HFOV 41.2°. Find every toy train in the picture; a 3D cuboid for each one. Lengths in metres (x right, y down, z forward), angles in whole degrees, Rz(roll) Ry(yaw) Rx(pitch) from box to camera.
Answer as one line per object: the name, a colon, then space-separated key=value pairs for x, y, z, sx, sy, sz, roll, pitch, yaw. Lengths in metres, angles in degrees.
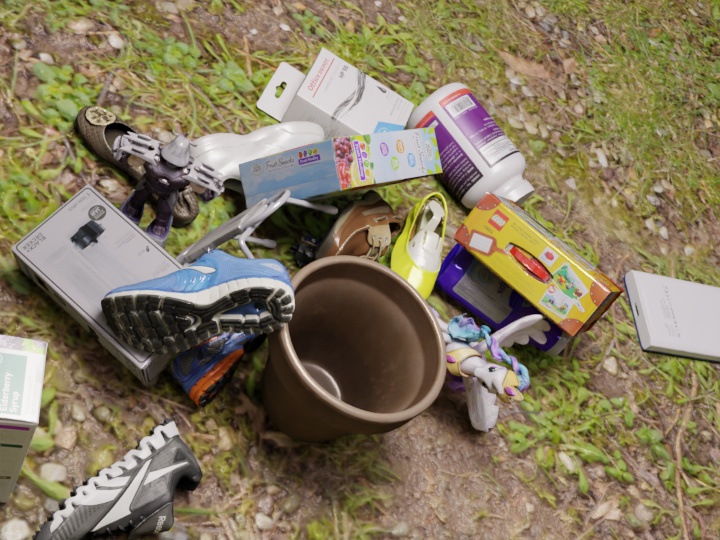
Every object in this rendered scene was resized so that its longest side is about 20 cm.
toy train: x=0.000 y=0.000 z=1.258 sx=0.199 sy=0.034 sz=0.046 roll=23 pitch=48 yaw=-16

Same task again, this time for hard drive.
hard drive: x=0.513 y=0.075 z=1.506 sx=0.199 sy=0.025 sz=0.132 roll=10 pitch=56 yaw=-24

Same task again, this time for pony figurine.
pony figurine: x=0.132 y=0.108 z=1.175 sx=0.199 sy=0.167 sz=0.193 roll=26 pitch=7 yaw=24

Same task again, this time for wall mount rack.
wall mount rack: x=-0.124 y=-0.036 z=1.127 sx=0.075 sy=0.200 sz=0.174 roll=55 pitch=39 yaw=-13

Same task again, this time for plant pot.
plant pot: x=-0.028 y=0.110 z=1.076 sx=0.199 sy=0.175 sz=0.201 roll=14 pitch=54 yaw=-20

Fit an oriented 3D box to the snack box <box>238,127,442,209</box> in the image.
snack box: x=-0.023 y=-0.129 z=1.205 sx=0.200 sy=0.168 sz=0.068 roll=-14 pitch=94 yaw=-49

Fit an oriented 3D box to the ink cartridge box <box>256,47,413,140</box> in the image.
ink cartridge box: x=-0.035 y=-0.236 z=1.371 sx=0.199 sy=0.067 sz=0.116 roll=30 pitch=51 yaw=-10

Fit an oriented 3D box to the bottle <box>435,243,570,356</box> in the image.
bottle: x=0.199 y=0.043 z=1.321 sx=0.200 sy=0.065 sz=0.084 roll=36 pitch=41 yaw=-4

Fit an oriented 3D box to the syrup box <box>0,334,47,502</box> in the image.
syrup box: x=-0.340 y=0.138 z=0.863 sx=0.081 sy=0.200 sz=0.079 roll=10 pitch=55 yaw=-24

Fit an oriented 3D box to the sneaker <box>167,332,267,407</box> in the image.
sneaker: x=-0.151 y=0.063 z=1.107 sx=0.078 sy=0.075 sz=0.200 roll=37 pitch=47 yaw=3

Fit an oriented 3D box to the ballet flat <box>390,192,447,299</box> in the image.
ballet flat: x=0.085 y=-0.039 z=1.285 sx=0.067 sy=0.067 sz=0.200 roll=29 pitch=38 yaw=-11

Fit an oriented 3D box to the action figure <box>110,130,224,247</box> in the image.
action figure: x=-0.227 y=-0.096 z=1.081 sx=0.130 sy=0.200 sz=0.070 roll=32 pitch=49 yaw=-8

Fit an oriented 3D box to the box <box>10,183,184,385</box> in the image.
box: x=-0.265 y=0.015 z=1.042 sx=0.200 sy=0.060 sz=0.117 roll=39 pitch=66 yaw=10

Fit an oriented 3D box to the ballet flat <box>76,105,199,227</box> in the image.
ballet flat: x=-0.272 y=-0.137 z=1.184 sx=0.200 sy=0.046 sz=0.067 roll=47 pitch=49 yaw=5

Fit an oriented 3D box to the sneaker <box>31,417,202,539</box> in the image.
sneaker: x=-0.232 y=0.235 z=0.949 sx=0.091 sy=0.067 sz=0.200 roll=45 pitch=47 yaw=7

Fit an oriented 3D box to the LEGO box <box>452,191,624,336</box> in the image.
LEGO box: x=0.236 y=-0.008 z=1.259 sx=0.200 sy=0.077 sz=0.149 roll=41 pitch=14 yaw=17

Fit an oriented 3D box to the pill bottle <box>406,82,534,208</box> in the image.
pill bottle: x=0.165 y=-0.171 z=1.413 sx=0.112 sy=0.112 sz=0.200 roll=-29 pitch=77 yaw=-39

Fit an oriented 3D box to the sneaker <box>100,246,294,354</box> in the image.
sneaker: x=-0.165 y=0.028 z=0.984 sx=0.199 sy=0.079 sz=0.089 roll=-6 pitch=33 yaw=1

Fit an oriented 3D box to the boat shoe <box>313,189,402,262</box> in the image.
boat shoe: x=0.006 y=-0.048 z=1.232 sx=0.074 sy=0.076 sz=0.200 roll=37 pitch=29 yaw=4

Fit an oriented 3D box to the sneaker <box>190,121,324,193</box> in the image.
sneaker: x=-0.130 y=-0.140 z=1.263 sx=0.199 sy=0.075 sz=0.089 roll=-16 pitch=82 yaw=-30
